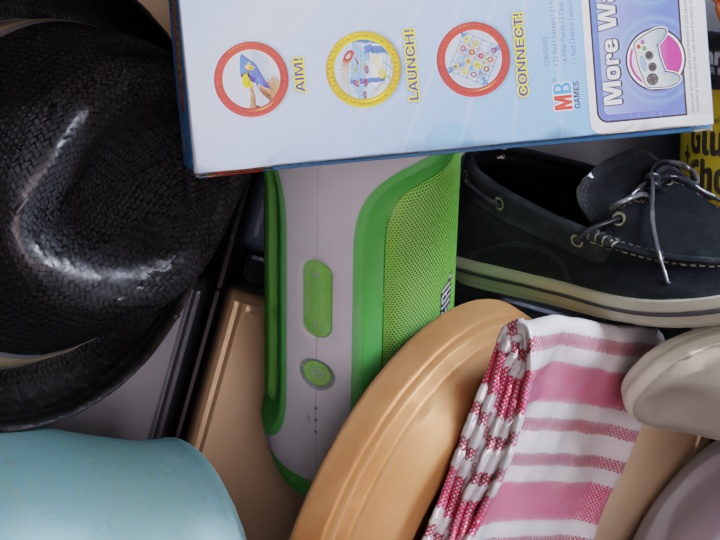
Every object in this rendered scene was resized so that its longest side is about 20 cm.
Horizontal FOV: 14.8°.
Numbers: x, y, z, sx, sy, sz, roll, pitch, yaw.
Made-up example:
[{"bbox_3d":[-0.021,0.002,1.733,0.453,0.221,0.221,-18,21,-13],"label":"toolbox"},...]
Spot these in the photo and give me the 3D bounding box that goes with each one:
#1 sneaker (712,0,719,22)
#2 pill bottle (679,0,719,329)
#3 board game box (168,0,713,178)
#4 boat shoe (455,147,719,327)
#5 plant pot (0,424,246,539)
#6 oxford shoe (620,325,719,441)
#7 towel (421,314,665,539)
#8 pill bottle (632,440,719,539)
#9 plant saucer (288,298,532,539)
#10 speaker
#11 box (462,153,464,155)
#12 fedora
[{"bbox_3d":[0.157,-0.173,1.108,0.092,0.076,0.200,-42,109,-43],"label":"sneaker"},{"bbox_3d":[0.196,-0.072,1.210,0.112,0.112,0.201,-2,98,-14],"label":"pill bottle"},{"bbox_3d":[0.024,-0.143,1.023,0.195,0.056,0.201,-5,96,-7],"label":"board game box"},{"bbox_3d":[0.117,-0.017,1.162,0.074,0.200,0.062,-19,112,-44],"label":"boat shoe"},{"bbox_3d":[-0.147,0.146,1.110,0.187,0.200,0.201,-9,97,-25],"label":"plant pot"},{"bbox_3d":[0.206,0.062,1.167,0.199,0.075,0.058,9,51,-20],"label":"oxford shoe"},{"bbox_3d":[0.068,0.115,1.151,0.030,0.146,0.201,24,99,26],"label":"towel"},{"bbox_3d":[0.222,0.167,1.243,0.200,0.111,0.111,39,85,-14],"label":"pill bottle"},{"bbox_3d":[0.033,0.111,1.157,0.037,0.200,0.201,23,88,27],"label":"plant saucer"},{"bbox_3d":[0.000,0.000,1.144,0.088,0.089,0.201,-9,127,-14],"label":"speaker"},{"bbox_3d":[0.080,-0.163,1.166,0.200,0.041,0.156,-43,147,-7],"label":"box"},{"bbox_3d":[-0.106,-0.032,1.073,0.200,0.091,0.201,3,86,-46],"label":"fedora"}]
